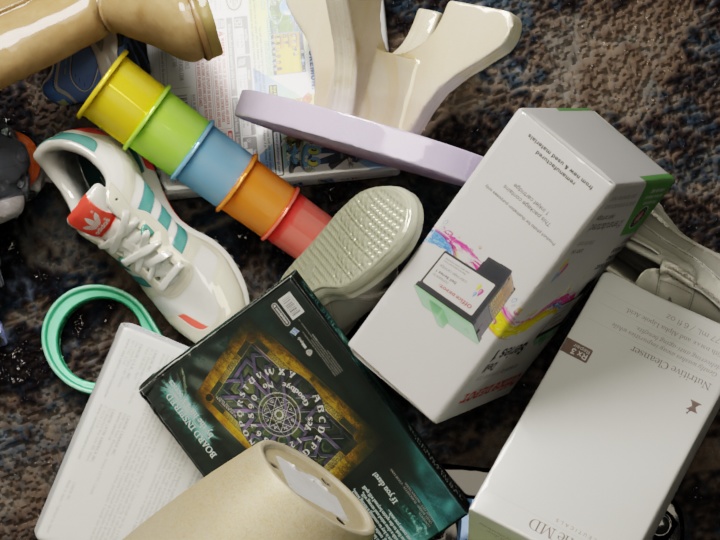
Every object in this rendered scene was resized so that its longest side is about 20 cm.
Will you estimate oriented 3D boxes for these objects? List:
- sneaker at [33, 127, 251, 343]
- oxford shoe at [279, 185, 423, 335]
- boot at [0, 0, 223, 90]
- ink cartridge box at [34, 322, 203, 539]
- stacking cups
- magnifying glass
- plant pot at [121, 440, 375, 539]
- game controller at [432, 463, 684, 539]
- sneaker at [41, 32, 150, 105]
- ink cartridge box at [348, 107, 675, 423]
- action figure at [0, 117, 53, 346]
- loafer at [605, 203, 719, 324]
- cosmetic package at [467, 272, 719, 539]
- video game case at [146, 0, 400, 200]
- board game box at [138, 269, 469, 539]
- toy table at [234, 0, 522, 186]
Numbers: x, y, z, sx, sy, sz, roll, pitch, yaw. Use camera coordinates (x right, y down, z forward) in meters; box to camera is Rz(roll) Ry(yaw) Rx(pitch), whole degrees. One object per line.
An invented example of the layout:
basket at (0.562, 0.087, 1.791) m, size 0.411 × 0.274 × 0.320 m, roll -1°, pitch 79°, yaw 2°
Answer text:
sneaker at (-0.162, -0.021, 1.284) m, size 0.070 × 0.093 × 0.200 m, roll -44°, pitch 72°, yaw 26°
oxford shoe at (0.000, 0.000, 1.238) m, size 0.058 × 0.200 × 0.075 m, roll 20°, pitch 60°, yaw -18°
boot at (-0.209, -0.153, 1.234) m, size 0.199 × 0.066 × 0.175 m, roll -26°, pitch 35°, yaw -13°
ink cartridge box at (-0.106, 0.147, 1.270) m, size 0.199 × 0.047 × 0.161 m, roll 23°, pitch 89°, yaw -7°
stacking cups at (-0.108, -0.072, 1.297) m, size 0.200 × 0.060 × 0.061 m, roll 39°, pitch 81°, yaw -10°
magnifying glass at (-0.141, 0.079, 1.304) m, size 0.200 × 0.022 × 0.080 m, roll 32°, pitch 81°, yaw 9°
plant pot at (-0.086, 0.214, 1.154) m, size 0.187 × 0.187 × 0.200 m, roll 40°, pitch 100°, yaw 13°
game controller at (0.120, 0.193, 1.245) m, size 0.199 × 0.042 × 0.105 m, roll 6°, pitch 77°, yaw 7°
sneaker at (-0.223, -0.214, 1.355) m, size 0.077 × 0.076 × 0.201 m, roll -23°, pitch 66°, yaw 10°
ink cartridge box at (0.101, -0.006, 1.204) m, size 0.084 × 0.145 × 0.200 m, roll 42°, pitch 110°, yaw 16°
action figure at (-0.278, -0.038, 1.273) m, size 0.104 × 0.193 × 0.201 m, roll -16°, pitch 100°, yaw 30°
loafer at (0.214, 0.009, 1.267) m, size 0.070 × 0.070 × 0.200 m, roll -40°, pitch 67°, yaw -20°
cosmetic package at (0.163, 0.116, 1.206) m, size 0.112 × 0.081 × 0.200 m, roll 25°, pitch 65°, yaw 14°
video game case at (-0.069, -0.158, 1.358) m, size 0.181 × 0.022 × 0.201 m, roll -6°, pitch 75°, yaw 3°
board game box at (-0.038, 0.119, 1.223) m, size 0.135 × 0.028 × 0.200 m, roll -35°, pitch 95°, yaw 11°
toy table at (0.017, -0.135, 1.253) m, size 0.199 × 0.184 × 0.118 m, roll 17°, pitch 90°, yaw 17°
